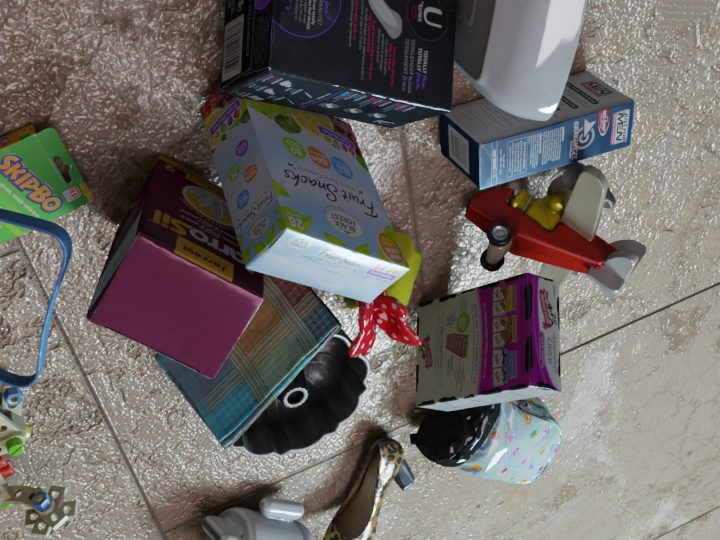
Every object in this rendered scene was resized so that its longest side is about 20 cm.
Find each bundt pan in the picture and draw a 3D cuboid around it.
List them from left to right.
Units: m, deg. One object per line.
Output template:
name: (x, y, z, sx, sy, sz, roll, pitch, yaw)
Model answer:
bundt pan: (-0.091, 0.132, 1.225, 0.200, 0.076, 0.203, -15, 131, -17)

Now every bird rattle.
bird rattle: (0.000, 0.000, 1.103, 0.111, 0.200, 0.165, -15, 106, 13)

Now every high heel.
high heel: (-0.009, 0.329, 1.426, 0.200, 0.071, 0.143, -45, 143, -15)

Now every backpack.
backpack: (0.192, 0.227, 1.427, 0.199, 0.127, 0.168, 21, 111, -42)

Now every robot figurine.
robot figurine: (-0.139, 0.397, 1.389, 0.199, 0.113, 0.171, 26, 95, -40)

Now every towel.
towel: (-0.131, 0.080, 1.121, 0.200, 0.147, 0.022, -46, 160, 11)

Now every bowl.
bowl: (0.131, -0.260, 0.946, 0.074, 0.200, 0.202, -5, 126, -18)

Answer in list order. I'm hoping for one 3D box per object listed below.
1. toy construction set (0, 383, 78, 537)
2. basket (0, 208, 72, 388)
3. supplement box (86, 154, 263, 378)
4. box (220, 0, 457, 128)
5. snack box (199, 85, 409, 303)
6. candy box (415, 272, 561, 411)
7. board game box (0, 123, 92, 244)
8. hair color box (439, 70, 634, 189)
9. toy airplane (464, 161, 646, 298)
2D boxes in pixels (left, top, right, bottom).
toy construction set: (-0.404, 0.220, 1.122, 0.130, 0.092, 0.201, -24, 123, -10)
basket: (-0.365, 0.006, 0.877, 0.198, 0.139, 0.178, 22, 118, -5)
supplement box: (-0.170, -0.010, 0.958, 0.130, 0.201, 0.104, 29, 111, -19)
box: (-0.019, -0.215, 0.931, 0.198, 0.106, 0.124, 7, 84, -32)
snack box: (-0.055, -0.079, 0.971, 0.168, 0.201, 0.068, 17, 133, -45)
candy box: (0.153, 0.093, 1.222, 0.061, 0.138, 0.199, 15, 159, -36)
board game box: (-0.365, -0.064, 0.948, 0.198, 0.030, 0.096, -24, 134, -6)
hair color box: (0.199, -0.162, 1.129, 0.198, 0.100, 0.061, -17, 127, -16)
toy airplane: (0.253, -0.052, 1.208, 0.199, 0.142, 0.199, -13, 138, 45)
